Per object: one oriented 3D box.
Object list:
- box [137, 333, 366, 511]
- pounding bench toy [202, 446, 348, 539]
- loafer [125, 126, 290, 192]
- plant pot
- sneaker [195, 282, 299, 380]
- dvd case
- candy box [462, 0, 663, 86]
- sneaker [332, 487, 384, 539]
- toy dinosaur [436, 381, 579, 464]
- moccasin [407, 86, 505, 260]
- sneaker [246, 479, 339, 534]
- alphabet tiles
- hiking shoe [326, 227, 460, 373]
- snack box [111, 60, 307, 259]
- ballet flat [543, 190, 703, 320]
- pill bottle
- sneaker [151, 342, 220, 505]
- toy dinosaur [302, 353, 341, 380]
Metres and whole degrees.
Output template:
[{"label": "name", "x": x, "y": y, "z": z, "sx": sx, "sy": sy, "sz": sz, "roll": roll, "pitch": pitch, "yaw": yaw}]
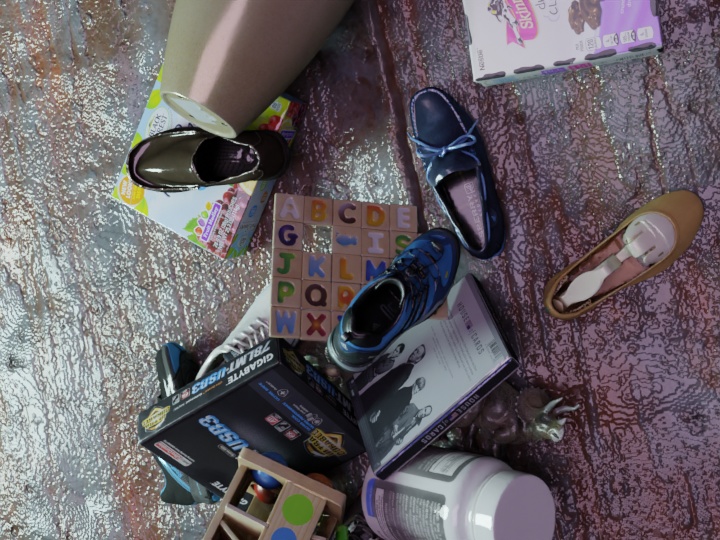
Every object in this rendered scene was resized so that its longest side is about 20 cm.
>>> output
[{"label": "box", "x": -0.116, "y": 0.181, "z": 1.249, "sx": 0.197, "sy": 0.200, "sz": 0.050, "roll": -30, "pitch": 42, "yaw": 16}, {"label": "pounding bench toy", "x": -0.063, "y": 0.302, "z": 1.182, "sx": 0.198, "sy": 0.125, "sz": 0.157, "roll": 23, "pitch": 64, "yaw": 8}, {"label": "loafer", "x": -0.180, "y": -0.128, "z": 1.223, "sx": 0.197, "sy": 0.071, "sz": 0.074, "roll": -6, "pitch": 94, "yaw": 17}, {"label": "plant pot", "x": -0.129, "y": -0.252, "z": 1.174, "sx": 0.185, "sy": 0.187, "sz": 0.202, "roll": 24, "pitch": 80, "yaw": 14}, {"label": "sneaker", "x": -0.127, "y": 0.091, "z": 1.297, "sx": 0.073, "sy": 0.071, "sz": 0.201, "roll": 37, "pitch": 105, "yaw": 11}, {"label": "dvd case", "x": 0.074, "y": 0.114, "z": 1.206, "sx": 0.200, "sy": 0.151, "sz": 0.025, "roll": -42, "pitch": 125, "yaw": 16}, {"label": "candy box", "x": 0.207, "y": -0.296, "z": 1.154, "sx": 0.197, "sy": 0.071, "sz": 0.170, "roll": -8, "pitch": 93, "yaw": 18}, {"label": "sneaker", "x": -0.006, "y": 0.325, "z": 1.273, "sx": 0.077, "sy": 0.082, "sz": 0.201, "roll": 34, "pitch": 102, "yaw": 12}, {"label": "toy dinosaur", "x": 0.142, "y": 0.156, "z": 1.225, "sx": 0.198, "sy": 0.077, "sz": 0.104, "roll": 22, "pitch": 95, "yaw": 27}, {"label": "moccasin", "x": 0.110, "y": -0.110, "z": 1.204, "sx": 0.080, "sy": 0.068, "sz": 0.202, "roll": -28, "pitch": 86, "yaw": 18}, {"label": "sneaker", "x": -0.107, "y": 0.304, "z": 1.310, "sx": 0.199, "sy": 0.085, "sz": 0.073, "roll": -32, "pitch": 81, "yaw": 7}, {"label": "alphabet tiles", "x": 0.000, "y": 0.000, "z": 1.212, "sx": 0.197, "sy": 0.008, "sz": 0.170, "roll": 5, "pitch": 67, "yaw": -10}, {"label": "hiking shoe", "x": 0.048, "y": 0.024, "z": 1.161, "sx": 0.074, "sy": 0.087, "sz": 0.200, "roll": 38, "pitch": 66, "yaw": 5}, {"label": "snack box", "x": -0.179, "y": -0.141, "z": 1.295, "sx": 0.167, "sy": 0.068, "sz": 0.202, "roll": 28, "pitch": 102, "yaw": 13}, {"label": "ballet flat", "x": 0.278, "y": -0.010, "z": 1.162, "sx": 0.200, "sy": 0.063, "sz": 0.069, "roll": -41, "pitch": 83, "yaw": 17}, {"label": "pill bottle", "x": 0.103, "y": 0.250, "z": 1.172, "sx": 0.199, "sy": 0.113, "sz": 0.116, "roll": 2, "pitch": 97, "yaw": 51}, {"label": "sneaker", "x": -0.227, "y": 0.190, "z": 1.337, "sx": 0.081, "sy": 0.073, "sz": 0.203, "roll": -11, "pitch": 91, "yaw": 20}, {"label": "toy dinosaur", "x": -0.115, "y": 0.144, "z": 1.276, "sx": 0.197, "sy": 0.089, "sz": 0.048, "roll": -18, "pitch": 52, "yaw": 2}]
